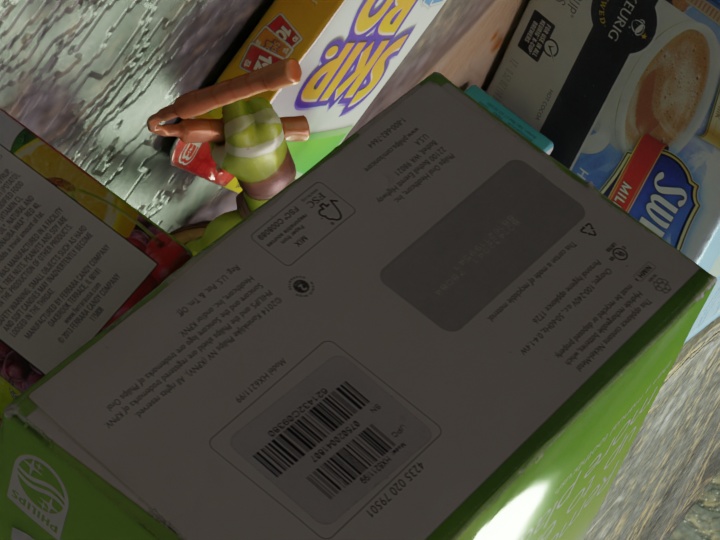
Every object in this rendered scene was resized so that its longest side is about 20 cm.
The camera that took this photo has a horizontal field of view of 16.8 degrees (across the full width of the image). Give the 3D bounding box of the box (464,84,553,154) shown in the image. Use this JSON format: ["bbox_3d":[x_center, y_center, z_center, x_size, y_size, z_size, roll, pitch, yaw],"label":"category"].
[{"bbox_3d":[0.000,0.000,1.037,0.200,0.049,0.082,-36,158,-44],"label":"box"}]

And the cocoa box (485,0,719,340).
[{"bbox_3d":[0.144,-0.073,1.127,0.133,0.131,0.200,-31,154,-47],"label":"cocoa box"}]

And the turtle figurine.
[{"bbox_3d":[-0.045,-0.003,0.819,0.200,0.064,0.161,-47,166,30],"label":"turtle figurine"}]

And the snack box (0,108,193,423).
[{"bbox_3d":[-0.099,0.009,0.608,0.053,0.142,0.200,-48,163,-15],"label":"snack box"}]

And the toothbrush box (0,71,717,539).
[{"bbox_3d":[-0.017,0.076,0.565,0.146,0.086,0.200,-39,161,-39],"label":"toothbrush box"}]

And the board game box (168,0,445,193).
[{"bbox_3d":[0.009,-0.108,0.875,0.200,0.030,0.096,-51,165,5],"label":"board game box"}]
